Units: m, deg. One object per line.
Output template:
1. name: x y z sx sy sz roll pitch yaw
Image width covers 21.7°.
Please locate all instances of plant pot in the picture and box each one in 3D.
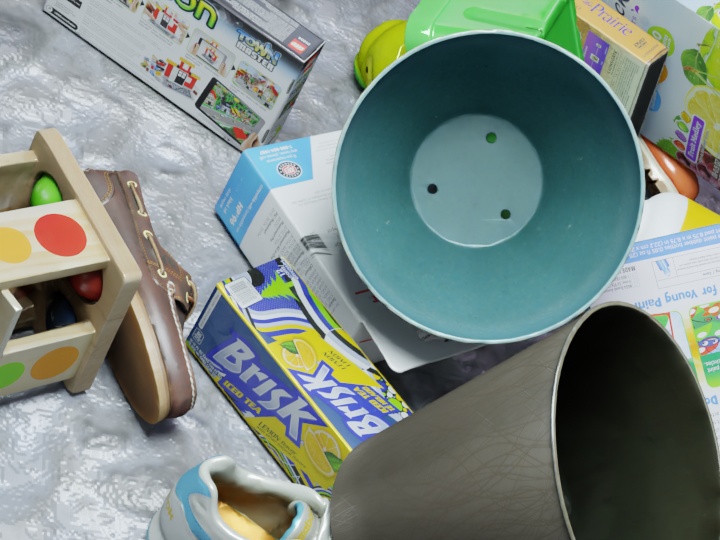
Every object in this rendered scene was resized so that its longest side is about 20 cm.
1. plant pot: 0.082 -0.058 1.259 0.200 0.200 0.135 30 5 -2

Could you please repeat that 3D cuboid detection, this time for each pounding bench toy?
1. pounding bench toy: -0.248 -0.024 1.171 0.156 0.124 0.200 -14 60 -36

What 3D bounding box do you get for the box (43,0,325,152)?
1. box: -0.132 -0.180 1.379 0.200 0.110 0.035 36 44 4

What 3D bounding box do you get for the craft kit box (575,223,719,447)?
1. craft kit box: 0.263 0.066 1.328 0.200 0.049 0.198 -11 79 -11

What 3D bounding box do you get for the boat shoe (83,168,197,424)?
1. boat shoe: -0.143 0.010 1.236 0.070 0.070 0.200 -9 57 -29

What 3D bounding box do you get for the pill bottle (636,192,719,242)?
1. pill bottle: 0.251 0.012 1.416 0.200 0.112 0.113 28 44 -3

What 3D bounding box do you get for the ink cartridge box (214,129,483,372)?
1. ink cartridge box: 0.000 0.000 1.322 0.116 0.068 0.200 -15 60 -38

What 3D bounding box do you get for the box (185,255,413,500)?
1. box: -0.025 0.090 1.229 0.064 0.070 0.200 -23 66 -41

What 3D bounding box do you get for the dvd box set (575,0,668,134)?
1. dvd box set: 0.138 -0.171 1.462 0.200 0.146 0.029 39 56 21

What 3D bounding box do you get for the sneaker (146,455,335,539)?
1. sneaker: -0.029 0.185 1.138 0.200 0.081 0.077 28 43 -7

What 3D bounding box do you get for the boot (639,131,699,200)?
1. boot: 0.260 -0.137 1.546 0.107 0.075 0.200 -19 54 11

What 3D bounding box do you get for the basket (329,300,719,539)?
1. basket: 0.087 0.128 1.076 0.136 0.200 0.181 12 68 -39

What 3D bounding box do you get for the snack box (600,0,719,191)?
1. snack box: 0.236 -0.177 1.441 0.068 0.169 0.200 -39 65 -23

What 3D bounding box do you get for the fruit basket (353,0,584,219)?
1. fruit basket: 0.068 -0.134 1.418 0.215 0.216 0.156 32 44 1
